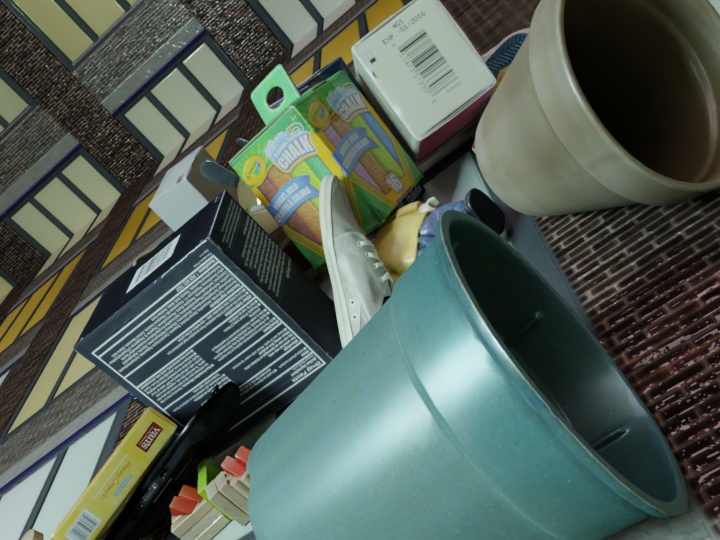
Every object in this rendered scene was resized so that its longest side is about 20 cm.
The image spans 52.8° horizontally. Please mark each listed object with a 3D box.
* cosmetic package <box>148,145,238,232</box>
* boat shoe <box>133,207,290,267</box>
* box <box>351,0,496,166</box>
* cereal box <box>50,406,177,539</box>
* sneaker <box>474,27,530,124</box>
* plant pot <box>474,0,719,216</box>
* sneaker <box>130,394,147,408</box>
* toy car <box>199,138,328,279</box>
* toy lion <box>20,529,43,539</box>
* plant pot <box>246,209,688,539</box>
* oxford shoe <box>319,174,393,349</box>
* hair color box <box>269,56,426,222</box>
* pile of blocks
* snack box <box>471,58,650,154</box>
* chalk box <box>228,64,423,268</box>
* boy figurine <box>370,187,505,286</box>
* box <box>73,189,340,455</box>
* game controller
[{"bbox_3d":[-0.211,-0.073,1.093,0.081,0.200,0.113,-32,25,21],"label":"cosmetic package"},{"bbox_3d":[-0.169,-0.031,0.859,0.199,0.065,0.072,-26,47,-10],"label":"boat shoe"},{"bbox_3d":[0.072,-0.215,0.857,0.109,0.128,0.200,-36,-1,2],"label":"box"},{"bbox_3d":[-0.250,0.222,0.762,0.144,0.039,0.200,-56,3,-23],"label":"cereal box"},{"bbox_3d":[0.171,-0.249,0.963,0.199,0.077,0.081,-24,8,43],"label":"sneaker"},{"bbox_3d":[0.192,-0.128,0.611,0.201,0.200,0.173,-56,10,-28],"label":"plant pot"},{"bbox_3d":[-0.244,0.101,1.009,0.070,0.078,0.201,-7,43,54],"label":"sneaker"},{"bbox_3d":[-0.120,-0.084,0.969,0.164,0.200,0.158,-22,31,39],"label":"toy car"},{"bbox_3d":[-0.358,0.392,0.740,0.192,0.069,0.200,-58,27,-14],"label":"toy lion"},{"bbox_3d":[0.047,0.104,0.435,0.196,0.200,0.201,-43,22,21],"label":"plant pot"},{"bbox_3d":[0.000,0.000,0.715,0.057,0.202,0.075,-16,-13,13],"label":"oxford shoe"},{"bbox_3d":[-0.016,-0.150,0.909,0.100,0.201,0.061,-22,21,39],"label":"hair color box"},{"bbox_3d":[-0.111,0.188,0.679,0.199,0.062,0.082,-31,27,25],"label":"pile of blocks"},{"bbox_3d":[0.230,-0.194,0.771,0.199,0.068,0.169,-21,32,40],"label":"snack box"},{"bbox_3d":[-0.050,-0.131,0.814,0.124,0.200,0.124,-33,11,40],"label":"chalk box"},{"bbox_3d":[0.051,-0.015,0.757,0.199,0.064,0.125,-22,47,44],"label":"boy figurine"},{"bbox_3d":[-0.156,0.061,0.788,0.199,0.199,0.124,-35,24,17],"label":"box"},{"bbox_3d":[-0.190,0.198,0.730,0.201,0.042,0.104,-54,-12,18],"label":"game controller"}]
